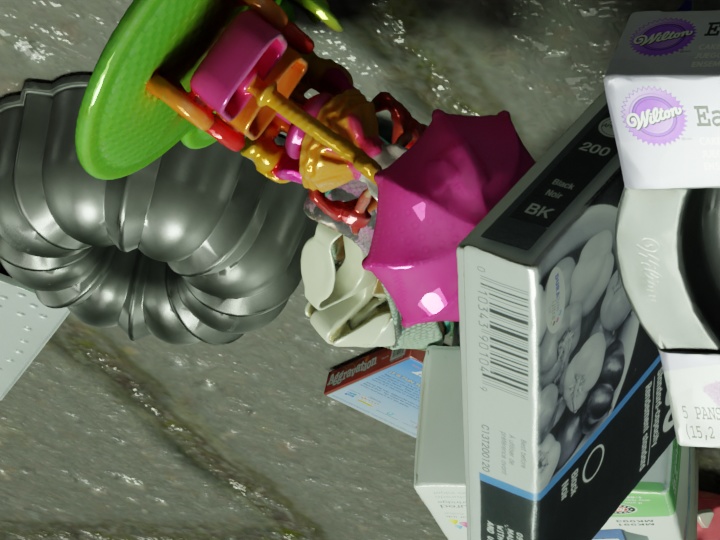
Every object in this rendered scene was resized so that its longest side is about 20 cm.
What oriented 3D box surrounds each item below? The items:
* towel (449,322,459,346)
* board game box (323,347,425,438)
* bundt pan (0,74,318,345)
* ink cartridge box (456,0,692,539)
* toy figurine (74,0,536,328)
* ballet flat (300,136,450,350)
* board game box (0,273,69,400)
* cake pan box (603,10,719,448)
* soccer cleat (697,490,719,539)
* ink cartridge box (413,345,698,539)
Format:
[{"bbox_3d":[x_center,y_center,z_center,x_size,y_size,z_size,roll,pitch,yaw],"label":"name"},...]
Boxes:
[{"bbox_3d":[0.148,0.034,1.246,0.198,0.031,0.150,11,155,5],"label":"towel"},{"bbox_3d":[0.085,0.099,1.418,0.199,0.020,0.103,27,152,-24],"label":"board game box"},{"bbox_3d":[-0.119,-0.021,1.218,0.200,0.076,0.202,11,154,5],"label":"bundt pan"},{"bbox_3d":[0.110,0.013,0.964,0.043,0.200,0.199,20,136,27],"label":"ink cartridge box"},{"bbox_3d":[-0.001,-0.047,0.968,0.184,0.151,0.200,37,179,12],"label":"toy figurine"},{"bbox_3d":[0.000,0.000,1.197,0.069,0.071,0.200,40,164,26],"label":"ballet flat"},{"bbox_3d":[-0.300,0.012,1.430,0.198,0.026,0.200,22,153,-14],"label":"board game box"},{"bbox_3d":[0.198,-0.012,0.849,0.198,0.052,0.186,2,125,25],"label":"cake pan box"},{"bbox_3d":[0.275,0.188,1.469,0.198,0.067,0.076,18,-174,-21],"label":"soccer cleat"},{"bbox_3d":[0.120,0.118,1.299,0.144,0.088,0.200,1,159,12],"label":"ink cartridge box"}]
